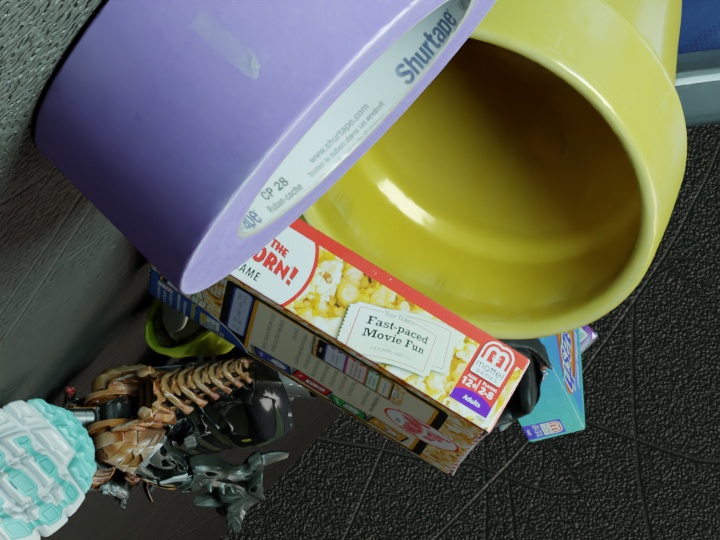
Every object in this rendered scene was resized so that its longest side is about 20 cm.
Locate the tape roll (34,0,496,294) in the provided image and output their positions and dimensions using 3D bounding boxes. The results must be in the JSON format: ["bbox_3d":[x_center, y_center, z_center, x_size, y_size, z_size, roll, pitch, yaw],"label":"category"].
[{"bbox_3d":[-0.030,-0.090,0.990,0.200,0.085,0.200,-46,175,-5],"label":"tape roll"}]

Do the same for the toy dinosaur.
[{"bbox_3d":[-0.120,0.095,1.441,0.200,0.135,0.103,2,-97,56],"label":"toy dinosaur"}]

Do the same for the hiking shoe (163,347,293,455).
[{"bbox_3d":[-0.114,0.099,1.656,0.100,0.076,0.200,-22,175,-25],"label":"hiking shoe"}]

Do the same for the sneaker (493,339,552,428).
[{"bbox_3d":[0.057,0.015,1.503,0.076,0.112,0.200,-19,136,14],"label":"sneaker"}]

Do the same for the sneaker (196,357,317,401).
[{"bbox_3d":[-0.069,0.052,1.773,0.200,0.070,0.081,165,-72,-70],"label":"sneaker"}]

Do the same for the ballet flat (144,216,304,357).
[{"bbox_3d":[-0.067,-0.009,1.436,0.067,0.067,0.200,-12,154,-40],"label":"ballet flat"}]

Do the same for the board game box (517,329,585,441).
[{"bbox_3d":[0.099,-0.005,1.682,0.045,0.200,0.153,-14,-133,16],"label":"board game box"}]

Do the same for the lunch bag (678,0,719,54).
[{"bbox_3d":[0.193,-0.208,1.560,0.200,0.132,0.136,-47,-165,28],"label":"lunch bag"}]

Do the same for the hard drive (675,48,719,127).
[{"bbox_3d":[0.142,-0.100,1.466,0.199,0.033,0.140,-7,-171,8],"label":"hard drive"}]

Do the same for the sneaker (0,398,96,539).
[{"bbox_3d":[-0.228,0.140,1.326,0.200,0.078,0.091,-38,-173,-33],"label":"sneaker"}]

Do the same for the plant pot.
[{"bbox_3d":[0.083,-0.098,1.300,0.201,0.200,0.189,-51,-174,45],"label":"plant pot"}]

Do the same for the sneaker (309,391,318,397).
[{"bbox_3d":[0.000,0.000,1.563,0.076,0.091,0.200,-18,-162,16],"label":"sneaker"}]

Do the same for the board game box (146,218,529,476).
[{"bbox_3d":[-0.017,0.029,1.312,0.046,0.199,0.152,-58,178,-14],"label":"board game box"}]

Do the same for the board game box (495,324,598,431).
[{"bbox_3d":[0.073,0.013,1.874,0.105,0.200,0.103,-45,174,2],"label":"board game box"}]
